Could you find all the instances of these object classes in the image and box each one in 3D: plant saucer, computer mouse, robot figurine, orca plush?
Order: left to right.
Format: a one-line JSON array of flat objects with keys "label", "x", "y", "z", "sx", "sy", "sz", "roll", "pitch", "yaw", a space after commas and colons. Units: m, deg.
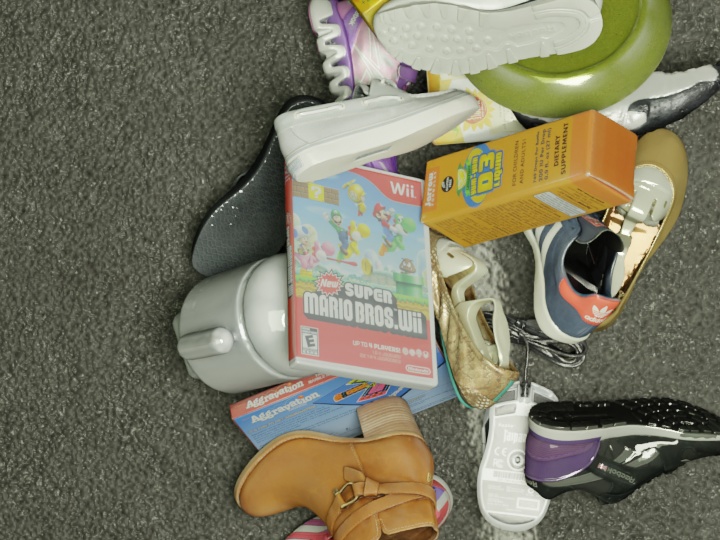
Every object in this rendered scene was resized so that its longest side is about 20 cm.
[{"label": "robot figurine", "x": -0.088, "y": 0.048, "z": 1.620, "sx": 0.200, "sy": 0.169, "sz": 0.113, "roll": -17, "pitch": 95, "yaw": 46}, {"label": "computer mouse", "x": 0.147, "y": 0.142, "z": 1.661, "sx": 0.109, "sy": 0.044, "sz": 0.201, "roll": 8, "pitch": 89, "yaw": 2}, {"label": "plant saucer", "x": 0.177, "y": -0.230, "z": 1.582, "sx": 0.199, "sy": 0.031, "sz": 0.201, "roll": -3, "pitch": 66, "yaw": 8}, {"label": "orca plush", "x": 0.238, "y": -0.147, "z": 1.596, "sx": 0.199, "sy": 0.071, "sz": 0.105, "roll": -18, "pitch": 50, "yaw": 2}]

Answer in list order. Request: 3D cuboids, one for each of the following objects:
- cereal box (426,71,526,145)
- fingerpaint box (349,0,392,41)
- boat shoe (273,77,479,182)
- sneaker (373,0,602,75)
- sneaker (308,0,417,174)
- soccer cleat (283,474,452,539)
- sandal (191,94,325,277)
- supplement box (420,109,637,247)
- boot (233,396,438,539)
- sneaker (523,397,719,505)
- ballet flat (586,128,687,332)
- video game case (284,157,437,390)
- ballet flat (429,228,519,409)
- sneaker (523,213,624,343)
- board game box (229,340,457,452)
[{"label": "cereal box", "x": 0.160, "y": -0.194, "z": 1.639, "sx": 0.199, "sy": 0.040, "sz": 0.144, "roll": -3, "pitch": 94, "yaw": 7}, {"label": "fingerpaint box", "x": 0.047, "y": -0.333, "z": 1.595, "sx": 0.200, "sy": 0.073, "sz": 0.167, "roll": -36, "pitch": 68, "yaw": 4}, {"label": "boat shoe", "x": 0.013, "y": -0.136, "z": 1.574, "sx": 0.200, "sy": 0.072, "sz": 0.069, "roll": -21, "pitch": 80, "yaw": -23}, {"label": "sneaker", "x": 0.111, "y": -0.225, "z": 1.543, "sx": 0.199, "sy": 0.081, "sz": 0.077, "roll": -3, "pitch": 137, "yaw": 8}, {"label": "sneaker", "x": 0.016, "y": -0.166, "z": 1.643, "sx": 0.088, "sy": 0.080, "sz": 0.201, "roll": -15, "pitch": 90, "yaw": 0}, {"label": "soccer cleat", "x": -0.006, "y": 0.254, "z": 1.669, "sx": 0.200, "sy": 0.073, "sz": 0.068, "roll": -28, "pitch": 91, "yaw": 8}, {"label": "sandal", "x": -0.087, "y": -0.075, "z": 1.675, "sx": 0.076, "sy": 0.043, "sz": 0.200, "roll": 33, "pitch": 101, "yaw": -20}, {"label": "supplement box", "x": 0.145, "y": -0.078, "z": 1.557, "sx": 0.200, "sy": 0.069, "sz": 0.067, "roll": -17, "pitch": 59, "yaw": 46}, {"label": "boot", "x": -0.023, "y": 0.215, "z": 1.622, "sx": 0.200, "sy": 0.074, "sz": 0.155, "roll": -31, "pitch": 44, "yaw": 16}, {"label": "sneaker", "x": 0.244, "y": 0.169, "z": 1.629, "sx": 0.199, "sy": 0.076, "sz": 0.088, "roll": 2, "pitch": 109, "yaw": -11}, {"label": "ballet flat", "x": 0.249, "y": -0.034, "z": 1.625, "sx": 0.068, "sy": 0.063, "sz": 0.201, "roll": 22, "pitch": 96, "yaw": 5}, {"label": "video game case", "x": 0.000, "y": 0.000, "z": 1.558, "sx": 0.143, "sy": 0.017, "sz": 0.201, "roll": 11, "pitch": 63, "yaw": -29}, {"label": "ballet flat", "x": 0.096, "y": 0.028, "z": 1.624, "sx": 0.065, "sy": 0.070, "sz": 0.200, "roll": -32, "pitch": 69, "yaw": 27}, {"label": "sneaker", "x": 0.192, "y": -0.039, "z": 1.590, "sx": 0.075, "sy": 0.084, "sz": 0.201, "roll": 6, "pitch": 62, "yaw": -33}, {"label": "board game box", "x": -0.011, "y": 0.120, "z": 1.654, "sx": 0.199, "sy": 0.103, "sz": 0.019, "roll": -22, "pitch": 52, "yaw": 8}]
